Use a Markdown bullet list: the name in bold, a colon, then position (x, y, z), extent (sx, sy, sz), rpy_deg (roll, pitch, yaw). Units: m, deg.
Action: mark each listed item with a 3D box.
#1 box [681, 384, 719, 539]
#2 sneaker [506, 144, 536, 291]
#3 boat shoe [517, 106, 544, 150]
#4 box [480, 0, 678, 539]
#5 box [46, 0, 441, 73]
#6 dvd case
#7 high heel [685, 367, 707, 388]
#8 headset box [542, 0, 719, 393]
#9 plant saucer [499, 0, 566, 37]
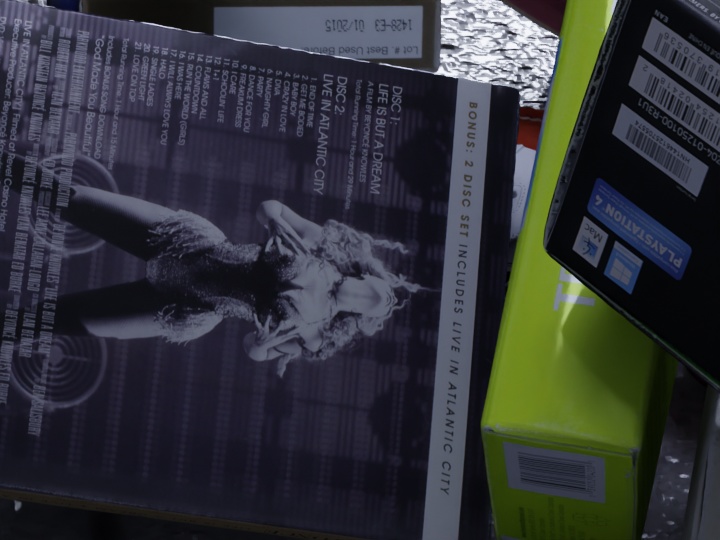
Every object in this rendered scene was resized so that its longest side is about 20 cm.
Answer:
- **box**: position (0.191, 0.069, 0.780), extent (0.200, 0.109, 0.128), rpy_deg (9, 33, 6)
- **sneaker**: position (0.000, 0.000, 0.898), extent (0.115, 0.075, 0.200), rpy_deg (20, 31, 28)
- **boat shoe**: position (0.127, -0.036, 0.987), extent (0.200, 0.063, 0.071), rpy_deg (11, 34, 12)
- **box**: position (0.076, -0.025, 0.817), extent (0.048, 0.122, 0.200), rpy_deg (10, 69, 9)
- **box**: position (-0.049, -0.090, 1.035), extent (0.121, 0.032, 0.200), rpy_deg (-1, 9, -10)
- **dvd case**: position (-0.054, 0.000, 0.835), extent (0.200, 0.016, 0.149), rpy_deg (9, 71, -11)
- **high heel**: position (0.201, 0.016, 0.907), extent (0.200, 0.067, 0.096), rpy_deg (-7, 21, 10)
- **headset box**: position (0.180, -0.027, 0.714), extent (0.174, 0.093, 0.200), rpy_deg (38, 46, 24)
- **plant saucer**: position (0.096, -0.112, 1.036), extent (0.200, 0.051, 0.201), rpy_deg (28, -3, 2)
